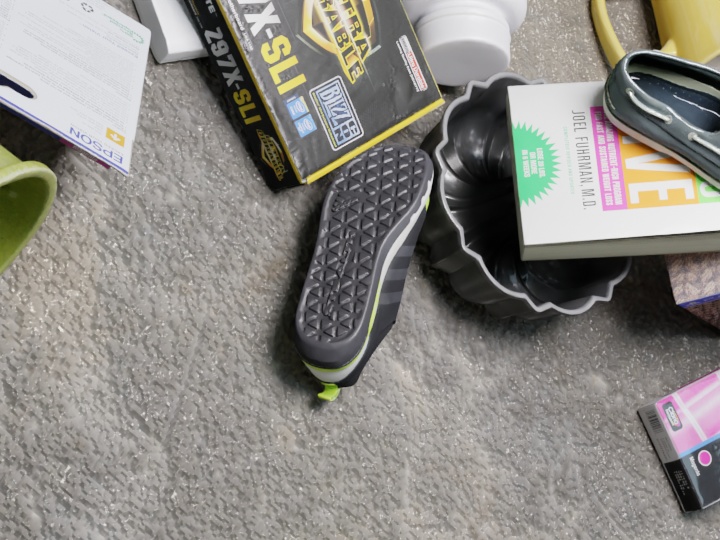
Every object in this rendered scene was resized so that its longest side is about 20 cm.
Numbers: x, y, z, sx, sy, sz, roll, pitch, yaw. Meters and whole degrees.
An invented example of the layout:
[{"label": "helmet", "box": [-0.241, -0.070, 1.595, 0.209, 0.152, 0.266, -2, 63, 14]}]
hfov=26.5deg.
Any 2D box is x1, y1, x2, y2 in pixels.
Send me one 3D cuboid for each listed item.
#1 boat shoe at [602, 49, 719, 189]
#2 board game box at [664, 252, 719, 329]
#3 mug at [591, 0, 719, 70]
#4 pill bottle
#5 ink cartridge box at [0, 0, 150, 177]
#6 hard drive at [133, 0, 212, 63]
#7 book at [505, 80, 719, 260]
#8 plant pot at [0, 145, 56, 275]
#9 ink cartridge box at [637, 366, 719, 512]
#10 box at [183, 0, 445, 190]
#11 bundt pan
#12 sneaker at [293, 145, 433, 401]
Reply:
[{"label": "boat shoe", "box": [0.271, -0.104, 1.115, 0.199, 0.062, 0.073, 26, 71, 13]}, {"label": "board game box", "box": [0.351, -0.023, 1.266, 0.200, 0.158, 0.098, 20, 56, -61]}, {"label": "mug", "box": [0.321, -0.248, 1.398, 0.185, 0.149, 0.155, 1, 63, -41]}, {"label": "pill bottle", "box": [0.080, -0.257, 1.252, 0.108, 0.109, 0.202, 13, 65, -30]}, {"label": "ink cartridge box", "box": [-0.232, -0.147, 0.985, 0.195, 0.043, 0.201, 31, 29, -22]}, {"label": "hard drive", "box": [-0.090, -0.236, 1.180, 0.199, 0.026, 0.133, -15, 81, -38]}, {"label": "book", "box": [0.215, -0.080, 1.165, 0.198, 0.048, 0.135, -4, 70, 0]}, {"label": "plant pot", "box": [-0.307, -0.053, 0.871, 0.184, 0.201, 0.200, 47, 52, 5]}, {"label": "ink cartridge box", "box": [0.336, 0.120, 1.298, 0.199, 0.037, 0.095, -22, 84, -25]}, {"label": "box", "box": [-0.040, -0.183, 1.151, 0.159, 0.049, 0.202, -32, 103, -33]}, {"label": "bundt pan", "box": [0.121, -0.051, 1.219, 0.200, 0.076, 0.204, 13, 66, -30]}, {"label": "sneaker", "box": [0.000, 0.000, 1.125, 0.071, 0.083, 0.201, 15, 62, 20]}]
